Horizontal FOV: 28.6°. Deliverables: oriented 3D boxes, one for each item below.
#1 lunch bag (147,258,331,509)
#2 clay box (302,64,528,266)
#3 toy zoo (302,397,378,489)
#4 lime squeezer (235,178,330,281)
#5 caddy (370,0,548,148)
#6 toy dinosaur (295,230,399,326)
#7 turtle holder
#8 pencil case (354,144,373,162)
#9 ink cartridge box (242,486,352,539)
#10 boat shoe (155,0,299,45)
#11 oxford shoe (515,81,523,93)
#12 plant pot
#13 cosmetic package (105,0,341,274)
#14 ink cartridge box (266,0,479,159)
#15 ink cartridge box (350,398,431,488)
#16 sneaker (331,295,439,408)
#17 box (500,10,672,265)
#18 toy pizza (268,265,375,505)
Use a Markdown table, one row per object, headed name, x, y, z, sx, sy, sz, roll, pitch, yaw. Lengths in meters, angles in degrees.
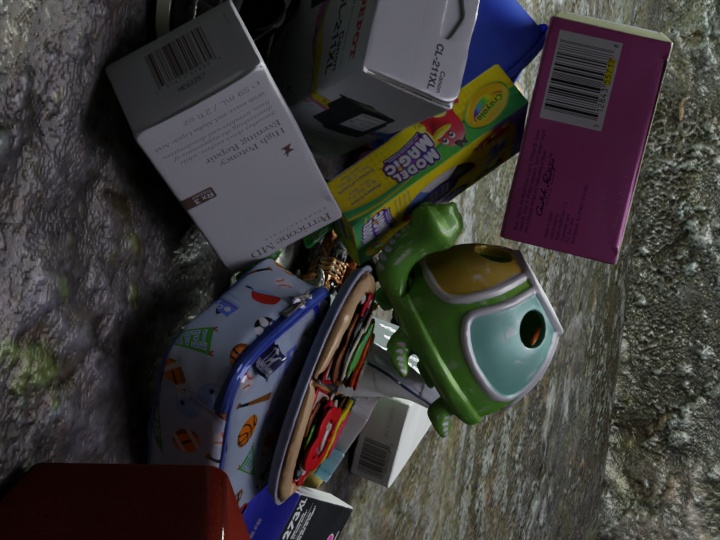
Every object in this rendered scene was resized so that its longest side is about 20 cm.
| name | x | y | z | sx | sy | sz | roll | pitch | yaw |
| --- | --- | --- | --- | --- | --- | --- | --- | --- | --- |
| lunch bag | -0.088 | 0.094 | 1.067 | 0.160 | 0.075 | 0.201 | -40 | 153 | -50 |
| clay box | 0.042 | -0.075 | 1.143 | 0.199 | 0.048 | 0.115 | -37 | 166 | -6 |
| toy zoo | -0.004 | 0.131 | 1.367 | 0.131 | 0.020 | 0.200 | -56 | -178 | 43 |
| lime squeezer | -0.076 | 0.014 | 1.184 | 0.070 | 0.038 | 0.202 | 16 | 85 | -54 |
| caddy | 0.078 | -0.170 | 1.254 | 0.200 | 0.105 | 0.141 | -41 | -167 | -5 |
| toy dinosaur | 0.000 | 0.000 | 1.335 | 0.200 | 0.102 | 0.136 | -38 | 119 | -33 |
| turtle holder | 0.085 | 0.030 | 1.175 | 0.186 | 0.131 | 0.141 | 62 | 8 | -2 |
| pencil case | 0.041 | -0.160 | 1.365 | 0.094 | 0.090 | 0.202 | -140 | -132 | -72 |
| ink cartridge box | -0.070 | 0.240 | 1.271 | 0.095 | 0.037 | 0.200 | -62 | 156 | -4 |
| boat shoe | -0.082 | -0.195 | 1.060 | 0.200 | 0.067 | 0.072 | -41 | 133 | -66 |
| oxford shoe | 0.094 | -0.132 | 1.417 | 0.058 | 0.200 | 0.076 | -17 | 74 | -47 |
| plant pot | -0.150 | 0.230 | 0.876 | 0.177 | 0.198 | 0.201 | -79 | 163 | -44 |
| cosmetic package | -0.092 | -0.088 | 1.000 | 0.074 | 0.101 | 0.200 | 63 | 2 | 33 |
| ink cartridge box | 0.004 | -0.185 | 1.108 | 0.082 | 0.200 | 0.147 | 20 | 74 | -24 |
| ink cartridge box | 0.055 | 0.140 | 1.557 | 0.200 | 0.050 | 0.110 | -48 | 155 | -59 |
| sneaker | 0.008 | 0.086 | 1.272 | 0.199 | 0.071 | 0.073 | 32 | 24 | -33 |
| box | 0.186 | -0.117 | 1.166 | 0.200 | 0.096 | 0.177 | -49 | 152 | -74 |
| toy pizza | -0.021 | 0.093 | 1.112 | 0.200 | 0.032 | 0.202 | 21 | 90 | -82 |
